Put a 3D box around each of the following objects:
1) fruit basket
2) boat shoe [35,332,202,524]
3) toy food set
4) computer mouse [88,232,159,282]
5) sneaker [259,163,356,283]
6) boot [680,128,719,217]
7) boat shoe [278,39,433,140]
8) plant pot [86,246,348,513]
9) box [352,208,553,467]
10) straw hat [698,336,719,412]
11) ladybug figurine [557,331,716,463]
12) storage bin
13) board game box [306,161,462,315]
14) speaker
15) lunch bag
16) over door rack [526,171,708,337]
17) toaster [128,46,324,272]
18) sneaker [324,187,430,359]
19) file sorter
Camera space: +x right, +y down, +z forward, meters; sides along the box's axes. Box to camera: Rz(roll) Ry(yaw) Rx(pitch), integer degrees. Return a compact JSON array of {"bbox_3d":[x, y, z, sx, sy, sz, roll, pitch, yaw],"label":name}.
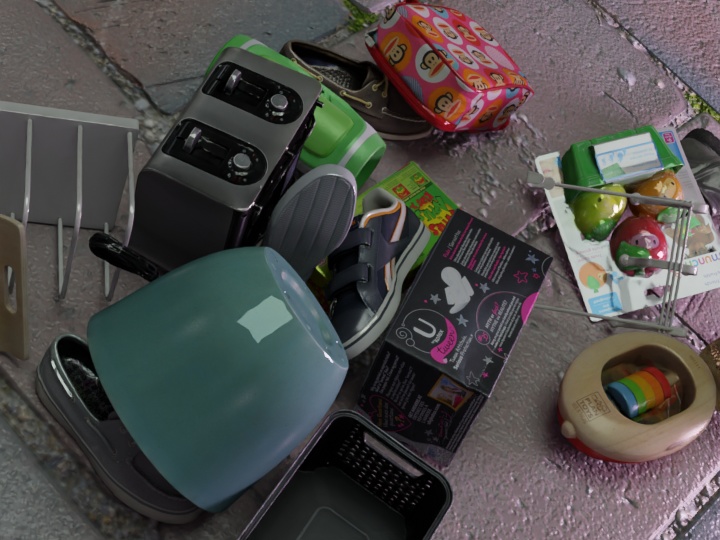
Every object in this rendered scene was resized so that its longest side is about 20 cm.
[{"bbox_3d":[0.309,-0.059,1.559,0.183,0.094,0.202,-13,68,-13],"label":"fruit basket"},{"bbox_3d":[-0.208,0.135,1.212,0.201,0.072,0.070,43,50,12],"label":"boat shoe"},{"bbox_3d":[-0.372,0.044,1.157,0.199,0.145,0.060,-20,42,-34],"label":"toy food set"},{"bbox_3d":[-0.172,0.014,1.273,0.200,0.058,0.034,44,62,-45],"label":"computer mouse"},{"bbox_3d":[-0.063,-0.035,1.324,0.072,0.201,0.071,20,39,-18],"label":"sneaker"},{"bbox_3d":[0.428,-0.076,1.660,0.200,0.070,0.131,39,52,23],"label":"boot"},{"bbox_3d":[-0.002,-0.206,1.569,0.198,0.060,0.072,18,49,-10],"label":"boat shoe"},{"bbox_3d":[-0.108,0.075,1.179,0.160,0.200,0.202,-35,66,7],"label":"plant pot"},{"bbox_3d":[0.088,0.063,1.356,0.114,0.133,0.201,28,48,5],"label":"box"},{"bbox_3d":[0.405,0.110,1.479,0.201,0.085,0.202,45,26,-30],"label":"straw hat"},{"bbox_3d":[0.275,0.136,1.418,0.198,0.072,0.137,-14,61,-31],"label":"ladybug figurine"},{"bbox_3d":[-0.025,0.238,1.199,0.135,0.094,0.200,34,48,5],"label":"storage bin"},{"bbox_3d":[0.019,-0.027,1.450,0.102,0.048,0.199,45,51,13],"label":"board game box"},{"bbox_3d":[-0.071,-0.166,1.494,0.199,0.089,0.088,38,49,8],"label":"speaker"},{"bbox_3d":[0.097,-0.243,1.588,0.177,0.082,0.199,52,28,17],"label":"lunch bag"},{"bbox_3d":[0.260,-0.017,1.486,0.197,0.067,0.150,10,88,3],"label":"over door rack"},{"bbox_3d":[-0.131,-0.091,1.353,0.118,0.201,0.182,27,56,3],"label":"toaster"},{"bbox_3d":[0.000,0.000,1.331,0.079,0.078,0.201,47,39,-18],"label":"sneaker"},{"bbox_3d":[-0.310,-0.058,1.266,0.198,0.139,0.126,6,48,-19],"label":"file sorter"}]
